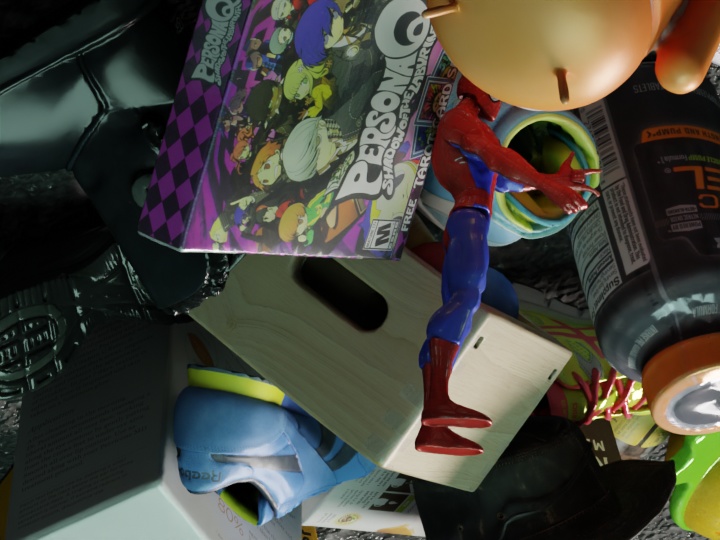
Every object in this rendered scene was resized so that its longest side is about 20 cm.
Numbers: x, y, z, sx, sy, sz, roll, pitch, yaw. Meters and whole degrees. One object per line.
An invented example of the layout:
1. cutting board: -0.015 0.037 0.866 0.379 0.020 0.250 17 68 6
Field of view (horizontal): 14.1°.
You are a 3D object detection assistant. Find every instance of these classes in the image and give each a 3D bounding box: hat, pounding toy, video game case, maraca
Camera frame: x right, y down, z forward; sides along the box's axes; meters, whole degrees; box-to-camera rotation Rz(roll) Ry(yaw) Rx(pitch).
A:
1. hat: 0.083 0.134 1.697 0.200 0.081 0.201 -29 -171 5
2. pounding toy: 0.000 0.000 1.596 0.142 0.200 0.184 -54 158 5
3. video game case: -0.015 -0.104 1.419 0.181 0.036 0.200 3 107 -54
4. maraca: 0.254 0.116 1.900 0.137 0.107 0.200 -43 155 0

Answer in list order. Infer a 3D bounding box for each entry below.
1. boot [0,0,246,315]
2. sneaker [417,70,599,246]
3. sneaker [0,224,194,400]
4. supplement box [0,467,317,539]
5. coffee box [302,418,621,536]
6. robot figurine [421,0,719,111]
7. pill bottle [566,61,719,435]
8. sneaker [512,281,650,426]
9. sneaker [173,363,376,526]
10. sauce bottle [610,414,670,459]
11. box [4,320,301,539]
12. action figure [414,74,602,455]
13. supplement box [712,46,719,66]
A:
1. boot: -0.143 -0.044 1.502 0.200 0.076 0.168 -29 104 15
2. sneaker: 0.081 -0.046 1.585 0.079 0.131 0.200 -37 147 -7
3. sneaker: -0.153 0.000 1.643 0.200 0.091 0.076 -22 116 -22
4. supplement box: -0.155 0.228 1.916 0.200 0.133 0.197 10 140 -30
5. coffee box: 0.055 0.103 1.821 0.200 0.115 0.080 9 140 -28
6. robot figurine: 0.102 -0.155 1.397 0.116 0.200 0.144 -6 122 35
7. pill bottle: 0.173 -0.009 1.617 0.106 0.200 0.106 -9 147 -6
8. sneaker: 0.139 0.067 1.763 0.200 0.090 0.078 7 130 5
9. sneaker: -0.049 0.107 1.627 0.066 0.079 0.200 6 171 26
10. sauce bottle: 0.207 0.043 1.828 0.065 0.065 0.200 7 142 -26
11. box: -0.115 0.122 1.681 0.106 0.200 0.152 -25 124 18
12. action figure: 0.078 -0.009 1.447 0.099 0.200 0.065 3 157 -5
13. supplement box: 0.235 -0.188 1.502 0.109 0.061 0.200 18 136 -38
